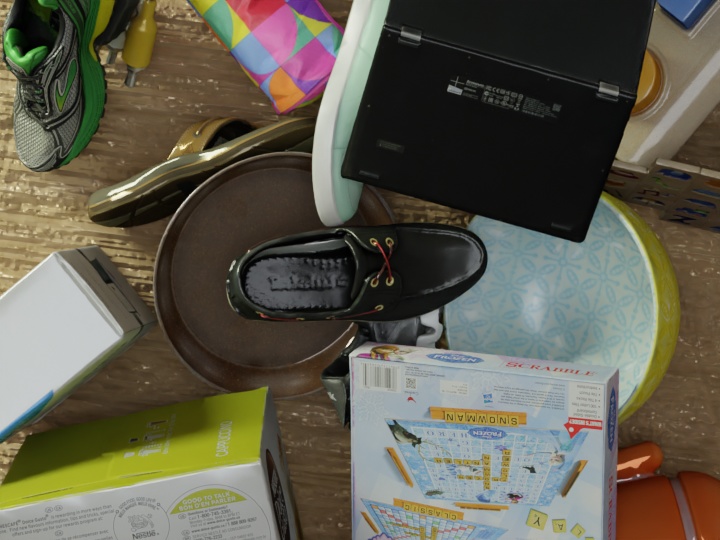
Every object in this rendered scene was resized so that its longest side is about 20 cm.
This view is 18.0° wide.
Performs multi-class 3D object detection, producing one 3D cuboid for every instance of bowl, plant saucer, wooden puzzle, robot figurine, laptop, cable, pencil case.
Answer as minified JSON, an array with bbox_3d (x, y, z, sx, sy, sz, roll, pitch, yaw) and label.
[{"bbox_3d":[0.172,0.030,1.737,0.200,0.108,0.201,1,92,39],"label":"bowl"},{"bbox_3d":[-0.065,0.002,1.760,0.200,0.034,0.201,-5,107,-15],"label":"plant saucer"},{"bbox_3d":[0.198,-0.200,1.699,0.200,0.046,0.185,41,96,11],"label":"wooden puzzle"},{"bbox_3d":[0.216,0.222,1.760,0.200,0.144,0.117,-12,128,1],"label":"robot figurine"},{"bbox_3d":[0.104,-0.152,1.654,0.187,0.116,0.200,16,122,-2],"label":"laptop"},{"bbox_3d":[-0.168,-0.234,1.719,0.097,0.050,0.200,44,125,9],"label":"cable"},{"bbox_3d":[-0.088,-0.216,1.745,0.088,0.088,0.200,-37,95,3],"label":"pencil case"}]

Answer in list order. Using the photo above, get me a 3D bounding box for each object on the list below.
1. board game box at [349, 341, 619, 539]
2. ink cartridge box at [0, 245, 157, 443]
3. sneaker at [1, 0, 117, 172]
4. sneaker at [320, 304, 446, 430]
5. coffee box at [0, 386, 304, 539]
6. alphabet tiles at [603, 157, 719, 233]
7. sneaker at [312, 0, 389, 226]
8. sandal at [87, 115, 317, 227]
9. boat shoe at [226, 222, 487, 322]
[{"bbox_3d":[0.091,0.161,1.689,0.200,0.041,0.200,6,106,20],"label":"board game box"},{"bbox_3d":[-0.242,0.058,1.706,0.146,0.200,0.086,-39,92,2],"label":"ink cartridge box"},{"bbox_3d":[-0.243,-0.158,1.717,0.078,0.085,0.200,29,131,22],"label":"sneaker"},{"bbox_3d":[0.010,0.105,1.763,0.090,0.066,0.200,4,102,-14],"label":"sneaker"},{"bbox_3d":[-0.146,0.218,1.686,0.200,0.200,0.198,-11,102,2],"label":"coffee box"},{"bbox_3d":[0.273,-0.050,1.715,0.200,0.167,0.008,13,80,-1],"label":"alphabet tiles"},{"bbox_3d":[0.037,-0.121,1.688,0.118,0.074,0.201,14,85,12],"label":"sneaker"},{"bbox_3d":[-0.121,-0.087,1.765,0.200,0.080,0.054,-18,70,6],"label":"sandal"},{"bbox_3d":[0.000,0.003,1.698,0.201,0.063,0.074,-7,86,-8],"label":"boat shoe"}]
